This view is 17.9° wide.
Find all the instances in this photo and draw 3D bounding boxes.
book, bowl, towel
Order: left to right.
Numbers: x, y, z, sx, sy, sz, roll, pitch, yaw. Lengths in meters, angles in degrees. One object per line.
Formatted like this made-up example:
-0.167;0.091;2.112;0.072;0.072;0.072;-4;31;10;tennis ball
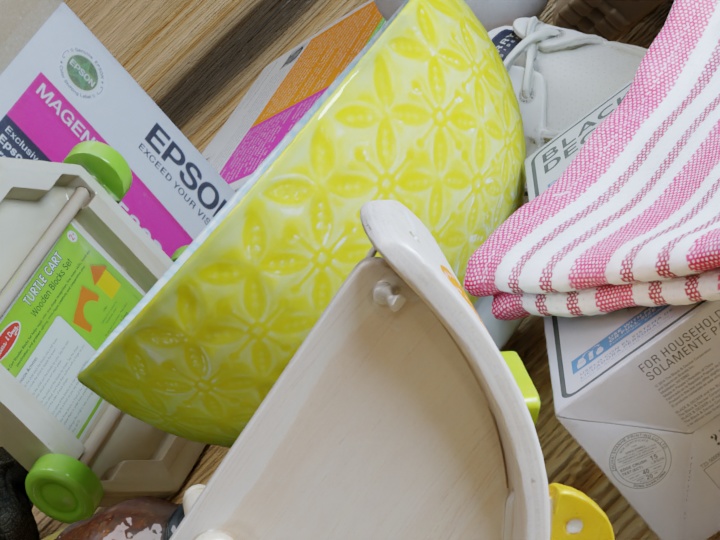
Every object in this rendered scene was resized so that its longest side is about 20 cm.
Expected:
-0.027;-0.082;1.235;0.200;0.048;0.134;-18;32;56;book
0.000;0.000;0.837;0.200;0.108;0.200;-48;4;5;bowl
0.124;-0.049;0.637;0.146;0.030;0.200;-51;20;-24;towel

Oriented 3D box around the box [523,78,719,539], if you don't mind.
0.115;-0.010;0.712;0.117;0.060;0.200;-37;18;17;box

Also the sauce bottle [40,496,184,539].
-0.096;0.124;0.851;0.200;0.066;0.066;-28;22;39;sauce bottle

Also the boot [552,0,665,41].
0.171;-0.185;0.988;0.200;0.072;0.167;-25;26;53;boot

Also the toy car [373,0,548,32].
0.062;-0.176;1.102;0.177;0.201;0.184;3;10;43;toy car

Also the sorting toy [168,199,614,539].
-0.010;0.070;0.681;0.200;0.107;0.180;-56;12;13;sorting toy

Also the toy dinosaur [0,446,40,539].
-0.167;0.121;1.008;0.077;0.103;0.200;-9;29;-8;toy dinosaur

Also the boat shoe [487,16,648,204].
0.073;-0.067;0.926;0.071;0.070;0.200;-48;17;-18;boat shoe

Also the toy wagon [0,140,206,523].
-0.139;0.009;0.991;0.040;0.200;0.155;-30;21;41;toy wagon

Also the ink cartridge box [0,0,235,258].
-0.149;-0.019;1.084;0.075;0.200;0.165;-26;24;42;ink cartridge box
